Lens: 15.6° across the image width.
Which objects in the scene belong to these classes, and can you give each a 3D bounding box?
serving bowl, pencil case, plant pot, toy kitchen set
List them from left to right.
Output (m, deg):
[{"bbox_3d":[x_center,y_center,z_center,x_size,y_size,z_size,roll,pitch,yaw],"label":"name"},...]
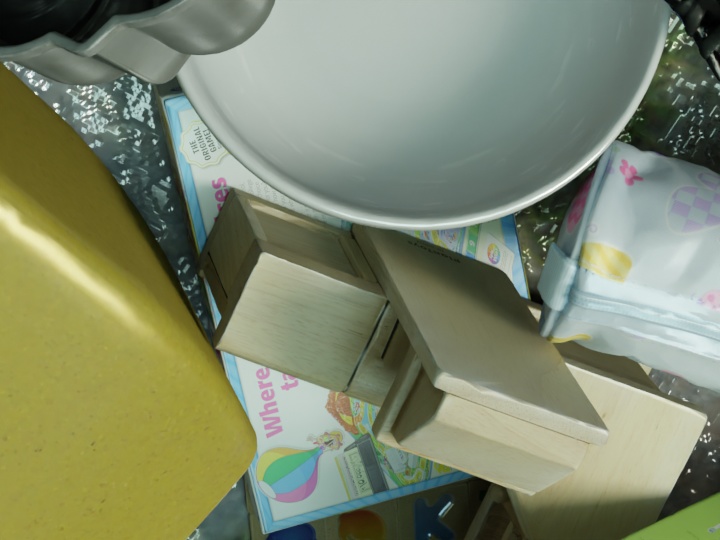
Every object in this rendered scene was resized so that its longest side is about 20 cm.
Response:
[{"bbox_3d":[-0.155,0.038,1.011,0.200,0.196,0.194,36,101,-29],"label":"plant pot"},{"bbox_3d":[0.018,0.099,1.039,0.200,0.163,0.181,21,104,-18],"label":"toy kitchen set"},{"bbox_3d":[0.019,-0.109,1.027,0.199,0.066,0.201,1,81,-4],"label":"serving bowl"},{"bbox_3d":[0.168,0.020,1.016,0.199,0.091,0.083,21,136,2],"label":"pencil case"}]

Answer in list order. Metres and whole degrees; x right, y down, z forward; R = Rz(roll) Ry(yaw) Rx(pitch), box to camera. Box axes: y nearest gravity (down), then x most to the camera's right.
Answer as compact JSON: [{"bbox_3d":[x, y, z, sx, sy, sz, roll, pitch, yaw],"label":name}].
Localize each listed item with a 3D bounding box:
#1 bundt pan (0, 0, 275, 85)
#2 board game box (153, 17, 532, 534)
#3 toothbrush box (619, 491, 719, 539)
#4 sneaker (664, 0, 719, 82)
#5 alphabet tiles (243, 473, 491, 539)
[{"bbox_3d":[-0.083,-0.153,0.956,0.202,0.202,0.076,-40,148,6],"label":"bundt pan"},{"bbox_3d":[0.000,0.000,1.106,0.134,0.034,0.201,-14,112,-7],"label":"board game box"},{"bbox_3d":[0.124,0.178,1.050,0.200,0.086,0.146,-15,134,-49],"label":"toothbrush box"},{"bbox_3d":[0.142,-0.112,0.975,0.200,0.070,0.078,26,65,-29],"label":"sneaker"},{"bbox_3d":[0.033,0.125,1.186,0.166,0.006,0.201,-8,114,-9],"label":"alphabet tiles"}]
